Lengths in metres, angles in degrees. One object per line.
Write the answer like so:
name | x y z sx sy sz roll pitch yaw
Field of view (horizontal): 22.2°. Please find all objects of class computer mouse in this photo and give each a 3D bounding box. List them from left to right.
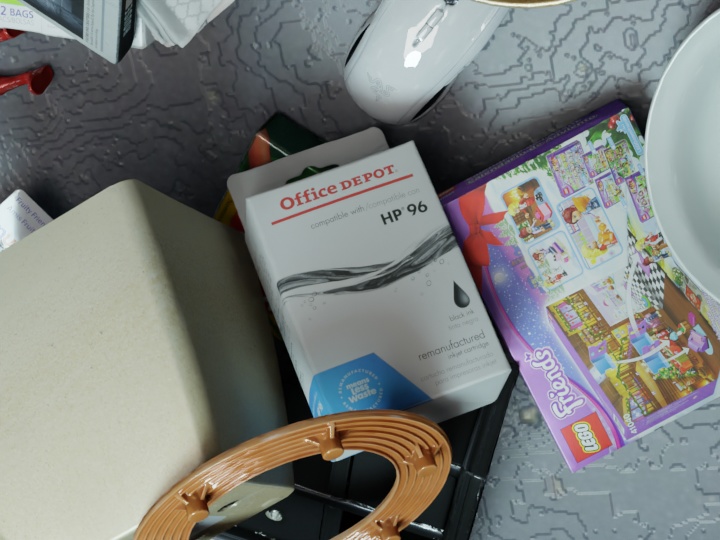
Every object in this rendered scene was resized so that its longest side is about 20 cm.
computer mouse | 0.057 -0.166 1.152 0.109 0.044 0.200 37 118 -2

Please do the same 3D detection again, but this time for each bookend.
bookend | -0.013 0.125 1.222 0.197 0.093 0.201 18 142 5

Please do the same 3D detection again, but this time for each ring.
ring | -0.037 0.145 1.075 0.200 0.200 0.019 -40 55 27

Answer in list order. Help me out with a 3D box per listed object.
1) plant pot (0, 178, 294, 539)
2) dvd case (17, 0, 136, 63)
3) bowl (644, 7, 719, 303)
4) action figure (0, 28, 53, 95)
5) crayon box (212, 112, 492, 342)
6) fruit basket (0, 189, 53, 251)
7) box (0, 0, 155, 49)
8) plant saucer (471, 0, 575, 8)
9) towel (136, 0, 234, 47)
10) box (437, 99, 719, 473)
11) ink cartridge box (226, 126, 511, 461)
plant pot | -0.151 0.086 1.124 0.199 0.200 0.178 -29 74 11
dvd case | -0.215 -0.212 1.062 0.199 0.025 0.150 33 159 3
bowl | 0.276 -0.069 1.083 0.200 0.090 0.203 7 102 36
action figure | -0.322 -0.116 1.264 0.199 0.099 0.066 -14 107 25
crayon box | -0.006 0.000 1.238 0.199 0.051 0.127 31 117 2
fruit basket | -0.248 0.071 1.316 0.200 0.094 0.185 -39 107 18
box | -0.167 -0.255 1.151 0.112 0.101 0.201 9 115 13
plant saucer | 0.091 -0.247 1.052 0.198 0.036 0.201 7 128 9
towel | -0.099 -0.258 1.080 0.191 0.032 0.200 -44 127 -5
box | 0.150 0.011 1.176 0.136 0.039 0.201 -27 103 2
ink cartridge box | 0.000 0.000 1.132 0.115 0.068 0.201 -19 72 -11
